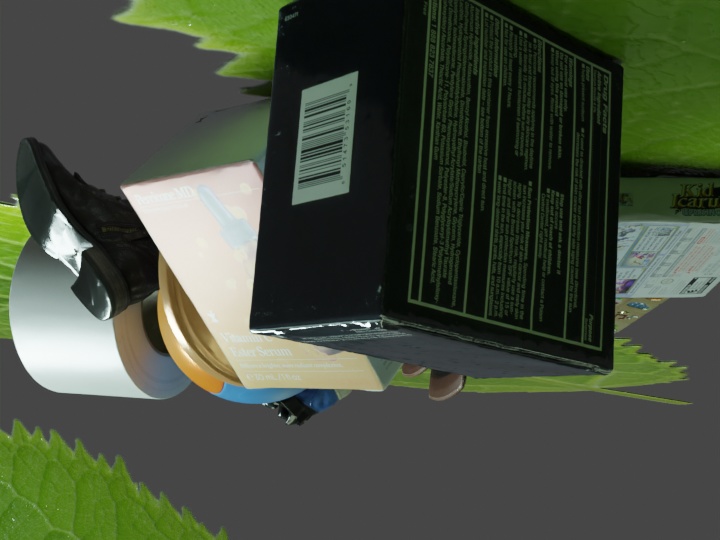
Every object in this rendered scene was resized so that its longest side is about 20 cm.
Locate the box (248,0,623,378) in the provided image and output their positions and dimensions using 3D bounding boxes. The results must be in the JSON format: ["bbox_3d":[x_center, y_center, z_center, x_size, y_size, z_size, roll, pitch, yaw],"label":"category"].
[{"bbox_3d":[0.051,-0.046,0.673,0.197,0.202,0.123,15,165,-40],"label":"box"}]

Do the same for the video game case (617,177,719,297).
[{"bbox_3d":[0.244,-0.025,0.993,0.179,0.046,0.200,-1,161,-2],"label":"video game case"}]

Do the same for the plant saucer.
[{"bbox_3d":[-0.077,0.000,0.958,0.199,0.202,0.037,15,171,-40],"label":"plant saucer"}]

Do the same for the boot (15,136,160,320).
[{"bbox_3d":[-0.201,-0.051,1.025,0.173,0.201,0.069,-24,166,-40],"label":"boot"}]

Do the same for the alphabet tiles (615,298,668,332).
[{"bbox_3d":[0.228,0.028,1.194,0.165,0.006,0.200,12,157,-11],"label":"alphabet tiles"}]

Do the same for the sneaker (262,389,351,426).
[{"bbox_3d":[-0.098,0.108,1.390,0.077,0.111,0.201,37,159,54],"label":"sneaker"}]

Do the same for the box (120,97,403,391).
[{"bbox_3d":[-0.054,-0.019,0.844,0.151,0.106,0.201,-5,124,42],"label":"box"}]

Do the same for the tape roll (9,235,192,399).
[{"bbox_3d":[-0.270,0.038,1.250,0.138,0.205,0.202,1,168,25],"label":"tape roll"}]

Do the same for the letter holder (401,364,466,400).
[{"bbox_3d":[0.081,0.104,1.560,0.100,0.144,0.200,7,169,-8],"label":"letter holder"}]

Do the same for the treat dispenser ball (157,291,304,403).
[{"bbox_3d":[-0.108,0.035,1.153,0.199,0.203,0.201,5,169,1],"label":"treat dispenser ball"}]
